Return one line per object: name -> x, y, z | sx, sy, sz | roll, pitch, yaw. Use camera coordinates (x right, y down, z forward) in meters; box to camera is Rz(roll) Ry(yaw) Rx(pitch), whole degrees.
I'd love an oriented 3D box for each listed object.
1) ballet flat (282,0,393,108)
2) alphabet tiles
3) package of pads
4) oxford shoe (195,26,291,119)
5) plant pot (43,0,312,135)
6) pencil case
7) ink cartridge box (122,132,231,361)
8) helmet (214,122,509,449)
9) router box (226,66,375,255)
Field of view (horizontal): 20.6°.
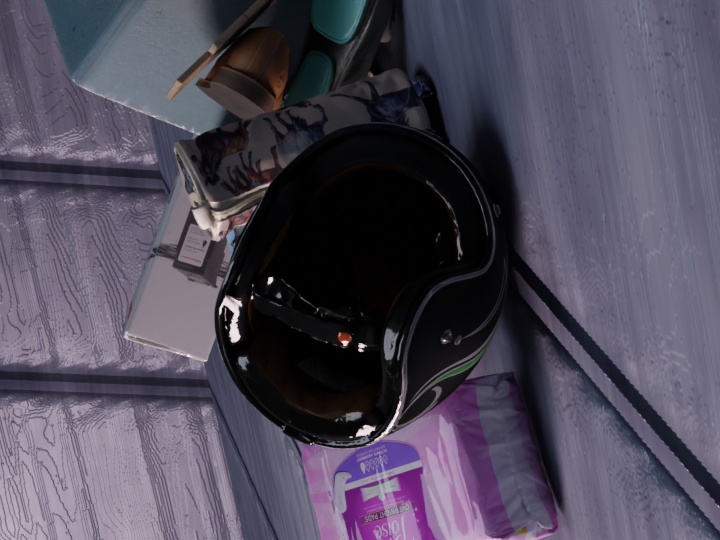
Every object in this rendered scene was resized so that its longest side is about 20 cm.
ballet flat -> -0.010, -0.172, 1.530 | 0.067, 0.064, 0.200 | 38, 116, 39
alphabet tiles -> -0.076, -0.209, 1.559 | 0.008, 0.200, 0.167 | 46, 171, -6
package of pads -> 0.048, 0.155, 1.445 | 0.200, 0.076, 0.121 | -25, 75, 49
oxford shoe -> -0.084, -0.157, 1.590 | 0.071, 0.071, 0.200 | -61, 10, -5
plant pot -> -0.140, -0.259, 1.744 | 0.200, 0.196, 0.196 | -52, 38, 23
pencil case -> -0.040, -0.085, 1.460 | 0.089, 0.200, 0.078 | -135, 29, -60
ink cartridge box -> -0.150, -0.024, 1.848 | 0.145, 0.083, 0.200 | -148, 77, -83
helmet -> 0.008, 0.005, 1.343 | 0.191, 0.200, 0.200 | -51, -34, -43
router box -> -0.044, -0.067, 1.665 | 0.200, 0.062, 0.150 | -41, 61, 48
